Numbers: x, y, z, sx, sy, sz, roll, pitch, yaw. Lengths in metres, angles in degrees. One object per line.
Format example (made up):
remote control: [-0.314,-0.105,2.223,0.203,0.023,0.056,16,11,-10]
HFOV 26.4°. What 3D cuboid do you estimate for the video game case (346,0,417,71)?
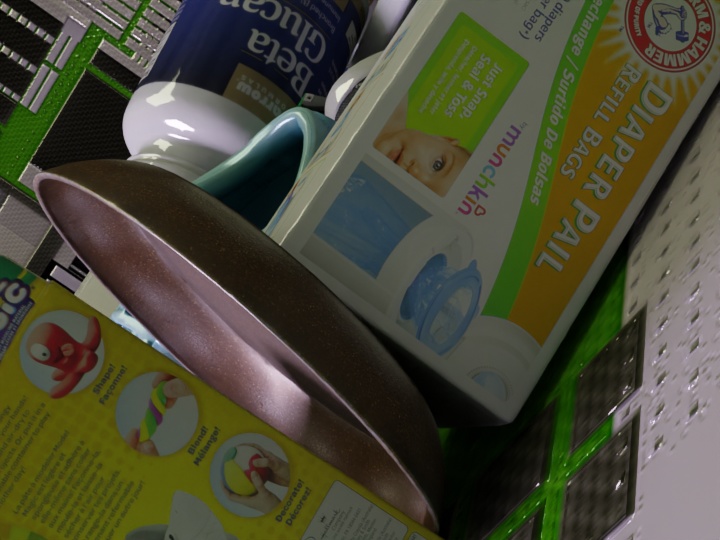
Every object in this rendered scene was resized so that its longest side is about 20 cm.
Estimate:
video game case: [0.080,-0.191,0.981,0.181,0.023,0.200,-33,-7,-18]

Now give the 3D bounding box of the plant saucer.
plant saucer: [-0.040,0.024,0.579,0.032,0.200,0.200,-50,7,-14]

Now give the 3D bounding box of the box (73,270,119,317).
box: [-0.095,0.097,0.727,0.201,0.192,0.048,-57,-33,-11]

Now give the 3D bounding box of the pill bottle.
pill bottle: [-0.078,-0.105,0.938,0.111,0.110,0.201,-39,25,62]

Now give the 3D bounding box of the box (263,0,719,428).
box: [0.053,-0.050,0.616,0.201,0.112,0.101,-57,9,-13]

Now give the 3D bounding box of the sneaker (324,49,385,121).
sneaker: [0.088,-0.095,0.787,0.199,0.073,0.112,-34,46,-1]

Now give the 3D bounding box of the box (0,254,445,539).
box: [-0.081,0.093,0.540,0.118,0.199,0.048,-57,9,-15]

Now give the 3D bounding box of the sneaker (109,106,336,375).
sneaker: [-0.079,0.002,0.694,0.200,0.082,0.074,-48,52,-5]

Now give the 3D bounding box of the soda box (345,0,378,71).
soda box: [-0.010,-0.166,1.101,0.064,0.199,0.068,-48,11,48]

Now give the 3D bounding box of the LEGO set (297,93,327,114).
LEGO set: [0.000,0.000,0.866,0.200,0.115,0.155,-61,-20,-52]
